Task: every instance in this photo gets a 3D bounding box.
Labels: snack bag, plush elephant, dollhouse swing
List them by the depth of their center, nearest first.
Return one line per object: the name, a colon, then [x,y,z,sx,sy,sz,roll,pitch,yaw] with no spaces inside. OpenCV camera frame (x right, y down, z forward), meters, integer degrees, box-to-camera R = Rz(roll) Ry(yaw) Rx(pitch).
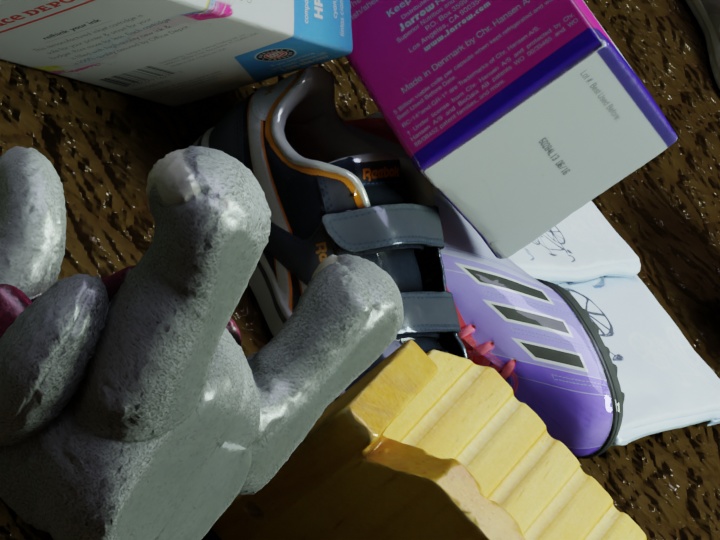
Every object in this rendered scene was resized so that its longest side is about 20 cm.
plush elephant: [-0.108,0.031,1.042,0.155,0.200,0.165,33,6,28]
dollhouse swing: [0.079,0.105,1.164,0.200,0.182,0.176,48,54,0]
snack bag: [0.105,0.003,1.485,0.200,0.021,0.189,54,22,15]

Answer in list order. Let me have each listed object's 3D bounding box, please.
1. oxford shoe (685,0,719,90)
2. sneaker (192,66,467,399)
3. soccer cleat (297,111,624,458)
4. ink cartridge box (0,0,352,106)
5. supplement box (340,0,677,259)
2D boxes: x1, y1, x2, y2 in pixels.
oxford shoe: [0.248,-0.170,1.905,0.075,0.058,0.200,26,31,-29]
sneaker: [0.000,0.000,1.303,0.078,0.079,0.200,-5,57,-57]
soccer cleat: [0.041,0.011,1.367,0.073,0.068,0.200,-15,62,-48]
ink cartridge box: [-0.112,-0.131,1.267,0.200,0.115,0.068,13,70,-47]
supplement box: [0.041,-0.121,1.350,0.200,0.103,0.101,60,9,33]
